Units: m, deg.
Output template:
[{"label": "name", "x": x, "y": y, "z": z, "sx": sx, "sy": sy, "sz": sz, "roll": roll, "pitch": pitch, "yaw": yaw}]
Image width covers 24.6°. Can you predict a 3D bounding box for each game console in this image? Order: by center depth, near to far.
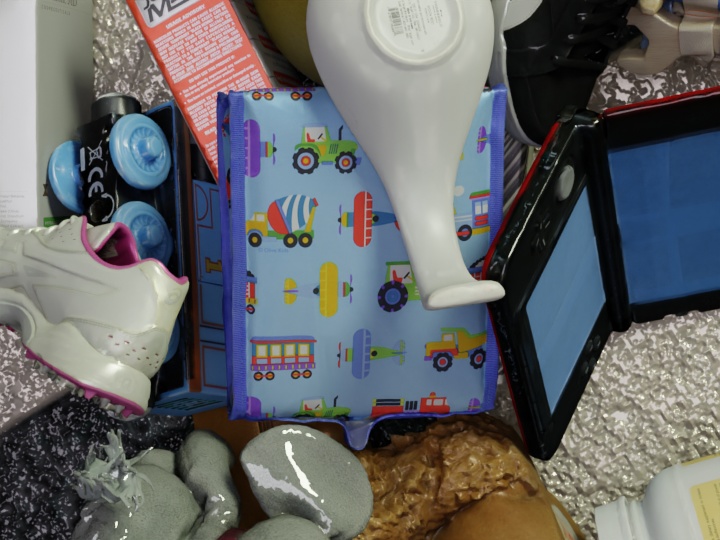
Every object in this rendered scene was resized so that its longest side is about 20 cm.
[{"label": "game console", "x": 0.163, "y": 0.006, "z": 0.922, "sx": 0.118, "sy": 0.201, "sz": 0.173, "roll": 16, "pitch": 60, "yaw": 25}]

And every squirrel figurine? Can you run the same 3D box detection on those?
[{"label": "squirrel figurine", "x": 0.037, "y": 0.190, "z": 0.984, "sx": 0.186, "sy": 0.142, "sz": 0.201, "roll": -29, "pitch": 95, "yaw": 10}]

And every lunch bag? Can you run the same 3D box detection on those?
[{"label": "lunch bag", "x": 0.000, "y": 0.000, "z": 0.910, "sx": 0.149, "sy": 0.094, "sz": 0.202, "roll": -2, "pitch": 95, "yaw": -9}]

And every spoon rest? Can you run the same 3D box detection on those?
[{"label": "spoon rest", "x": 0.029, "y": -0.076, "z": 0.840, "sx": 0.098, "sy": 0.061, "sz": 0.202, "roll": -8, "pitch": 80, "yaw": -11}]

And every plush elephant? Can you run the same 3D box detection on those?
[{"label": "plush elephant", "x": -0.073, "y": 0.166, "z": 0.887, "sx": 0.154, "sy": 0.200, "sz": 0.165, "roll": 22, "pitch": 62, "yaw": 8}]

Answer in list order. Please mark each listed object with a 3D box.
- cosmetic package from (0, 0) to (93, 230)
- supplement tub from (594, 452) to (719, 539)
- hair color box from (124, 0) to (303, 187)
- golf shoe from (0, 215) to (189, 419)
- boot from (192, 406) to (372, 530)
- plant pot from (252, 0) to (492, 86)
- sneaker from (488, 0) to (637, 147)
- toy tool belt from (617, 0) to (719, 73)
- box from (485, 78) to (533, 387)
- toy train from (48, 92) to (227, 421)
[{"label": "cosmetic package", "x": -0.222, "y": -0.080, "z": 1.038, "sx": 0.084, "sy": 0.108, "sz": 0.202, "roll": 2, "pitch": 95, "yaw": 11}, {"label": "supplement tub", "x": 0.248, "y": 0.170, "z": 0.954, "sx": 0.198, "sy": 0.145, "sz": 0.147, "roll": -18, "pitch": 90, "yaw": 10}, {"label": "hair color box", "x": -0.065, "y": -0.092, "z": 1.009, "sx": 0.064, "sy": 0.111, "sz": 0.201, "roll": -26, "pitch": 88, "yaw": 9}, {"label": "golf shoe", "x": -0.168, "y": 0.005, "z": 0.923, "sx": 0.199, "sy": 0.075, "sz": 0.092, "roll": 30, "pitch": 89, "yaw": 37}, {"label": "boot", "x": -0.089, "y": 0.126, "z": 1.053, "sx": 0.200, "sy": 0.071, "sz": 0.145, "roll": -26, "pitch": 83, "yaw": 7}, {"label": "plant pot", "x": 0.016, "y": -0.213, "z": 0.928, "sx": 0.198, "sy": 0.142, "sz": 0.202, "roll": -2, "pitch": 76, "yaw": 10}, {"label": "sneaker", "x": 0.133, "y": -0.154, "z": 0.873, "sx": 0.112, "sy": 0.073, "sz": 0.202, "roll": 24, "pitch": 114, "yaw": 46}, {"label": "toy tool belt", "x": 0.203, "y": -0.167, "z": 0.958, "sx": 0.122, "sy": 0.125, "sz": 0.201, "roll": 21, "pitch": 117, "yaw": 21}, {"label": "box", "x": 0.063, "y": -0.034, "z": 1.012, "sx": 0.081, "sy": 0.068, "sz": 0.202, "roll": 4, "pitch": 94, "yaw": 10}, {"label": "toy train", "x": -0.125, "y": -0.007, "z": 1.002, "sx": 0.086, "sy": 0.114, "sz": 0.202, "roll": -17, "pitch": 71, "yaw": 38}]
